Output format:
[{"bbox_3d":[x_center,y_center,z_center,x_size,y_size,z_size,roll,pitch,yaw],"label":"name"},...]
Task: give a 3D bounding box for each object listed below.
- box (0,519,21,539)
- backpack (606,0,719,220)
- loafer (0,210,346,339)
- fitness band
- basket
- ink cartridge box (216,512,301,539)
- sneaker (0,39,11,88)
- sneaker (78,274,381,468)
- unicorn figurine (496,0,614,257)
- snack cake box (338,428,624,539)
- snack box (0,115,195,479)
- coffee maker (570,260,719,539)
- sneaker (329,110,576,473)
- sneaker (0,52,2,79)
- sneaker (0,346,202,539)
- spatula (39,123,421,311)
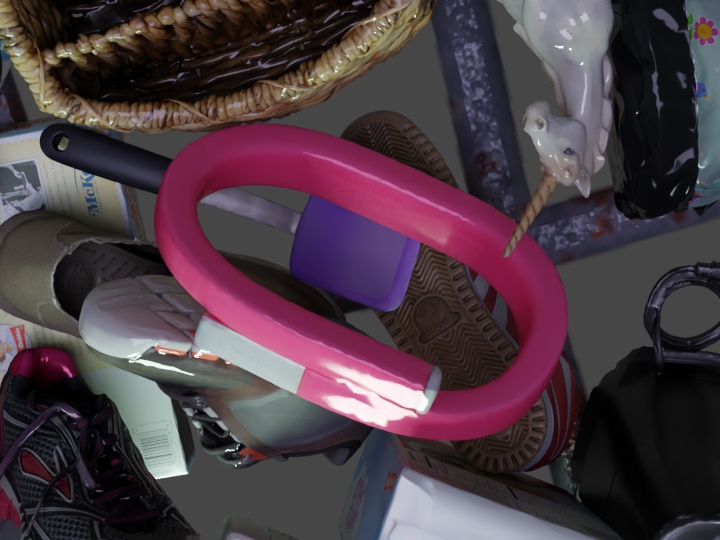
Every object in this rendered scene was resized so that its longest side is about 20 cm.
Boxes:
[{"bbox_3d":[-0.242,0.222,0.874,0.199,0.200,0.172,22,124,-4],"label":"box"},{"bbox_3d":[0.215,-0.106,0.810,0.198,0.127,0.168,-7,102,2],"label":"backpack"},{"bbox_3d":[-0.091,0.023,0.864,0.199,0.068,0.076,13,95,-26],"label":"loafer"},{"bbox_3d":[0.000,0.000,0.779,0.199,0.144,0.038,25,132,3],"label":"fitness band"},{"bbox_3d":[-0.071,-0.142,0.786,0.198,0.149,0.144,-16,86,7],"label":"basket"},{"bbox_3d":[0.014,0.182,0.891,0.199,0.176,0.045,22,85,-4],"label":"ink cartridge box"},{"bbox_3d":[-0.269,-0.128,0.861,0.199,0.075,0.087,24,124,3],"label":"sneaker"},{"bbox_3d":[-0.057,0.062,0.819,0.199,0.077,0.082,17,107,-42],"label":"sneaker"},{"bbox_3d":[0.081,-0.129,0.782,0.073,0.201,0.138,-11,131,6],"label":"unicorn figurine"},{"bbox_3d":[0.054,0.131,0.827,0.114,0.200,0.068,20,90,-3],"label":"snack cake box"},{"bbox_3d":[-0.166,0.021,0.913,0.115,0.037,0.202,-10,106,4],"label":"snack box"},{"bbox_3d":[0.167,0.120,0.836,0.134,0.200,0.194,-14,105,2],"label":"coffee maker"},{"bbox_3d":[0.050,0.016,0.893,0.071,0.112,0.201,-27,73,13],"label":"sneaker"},{"bbox_3d":[-0.241,-0.142,0.736,0.076,0.115,0.201,-42,67,-2],"label":"sneaker"},{"bbox_3d":[-0.134,0.102,0.821,0.080,0.200,0.075,3,107,-38],"label":"sneaker"},{"bbox_3d":[-0.066,-0.036,0.851,0.198,0.021,0.057,19,87,0],"label":"spatula"}]
